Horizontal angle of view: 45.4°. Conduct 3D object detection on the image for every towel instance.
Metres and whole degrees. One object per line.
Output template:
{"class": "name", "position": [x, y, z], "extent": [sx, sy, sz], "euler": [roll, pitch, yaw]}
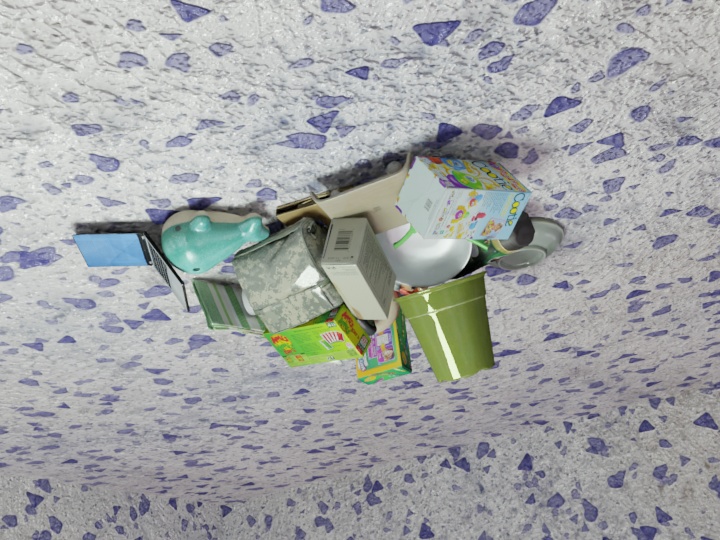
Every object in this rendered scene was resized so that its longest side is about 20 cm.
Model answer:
{"class": "towel", "position": [-0.259, 0.089, 1.867], "extent": [0.199, 0.153, 0.023], "euler": [13, 123, -38]}

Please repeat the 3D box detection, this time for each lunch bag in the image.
{"class": "lunch bag", "position": [-0.132, 0.001, 1.659], "extent": [0.199, 0.140, 0.168], "euler": [-22, 118, 26]}

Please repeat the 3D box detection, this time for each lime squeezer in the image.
{"class": "lime squeezer", "position": [0.131, -0.065, 1.545], "extent": [0.199, 0.071, 0.038], "euler": [1, -154, 36]}

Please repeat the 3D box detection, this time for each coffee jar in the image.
{"class": "coffee jar", "position": [0.251, -0.056, 1.747], "extent": [0.200, 0.086, 0.104], "euler": [-28, 171, 38]}

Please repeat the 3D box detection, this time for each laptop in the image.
{"class": "laptop", "position": [-0.437, 0.008, 1.661], "extent": [0.116, 0.200, 0.187], "euler": [-36, 170, -17]}

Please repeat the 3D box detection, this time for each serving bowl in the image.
{"class": "serving bowl", "position": [0.117, -0.066, 1.669], "extent": [0.199, 0.066, 0.201], "euler": [3, 124, 5]}

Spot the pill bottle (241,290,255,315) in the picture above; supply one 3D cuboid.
{"class": "pill bottle", "position": [-0.148, 0.040, 1.829], "extent": [0.199, 0.111, 0.111], "euler": [-15, 154, 16]}

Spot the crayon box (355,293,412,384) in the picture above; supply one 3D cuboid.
{"class": "crayon box", "position": [0.046, 0.154, 2.015], "extent": [0.118, 0.201, 0.058], "euler": [-19, 152, 24]}

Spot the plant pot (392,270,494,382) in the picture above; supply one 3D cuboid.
{"class": "plant pot", "position": [0.188, 0.119, 1.738], "extent": [0.199, 0.191, 0.200], "euler": [-18, 177, -1]}

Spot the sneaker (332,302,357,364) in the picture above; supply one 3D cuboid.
{"class": "sneaker", "position": [-0.045, 0.128, 1.775], "extent": [0.199, 0.081, 0.147], "euler": [-17, 130, 34]}

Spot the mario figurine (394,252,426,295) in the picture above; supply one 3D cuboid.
{"class": "mario figurine", "position": [0.118, 0.001, 1.823], "extent": [0.123, 0.107, 0.200], "euler": [-7, 153, 2]}

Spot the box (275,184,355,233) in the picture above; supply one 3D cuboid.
{"class": "box", "position": [-0.050, -0.093, 1.674], "extent": [0.163, 0.021, 0.200], "euler": [-15, 154, 17]}

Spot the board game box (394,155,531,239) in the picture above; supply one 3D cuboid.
{"class": "board game box", "position": [0.179, -0.125, 1.496], "extent": [0.199, 0.103, 0.105], "euler": [-1, 127, -36]}

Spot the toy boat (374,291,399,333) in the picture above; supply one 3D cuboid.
{"class": "toy boat", "position": [-0.009, 0.065, 1.929], "extent": [0.199, 0.131, 0.131], "euler": [6, -163, 9]}

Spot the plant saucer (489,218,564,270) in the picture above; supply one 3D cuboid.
{"class": "plant saucer", "position": [0.343, -0.044, 1.851], "extent": [0.199, 0.050, 0.200], "euler": [-6, 156, -3]}

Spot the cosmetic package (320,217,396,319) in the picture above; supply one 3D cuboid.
{"class": "cosmetic package", "position": [0.000, 0.000, 1.590], "extent": [0.071, 0.106, 0.200], "euler": [0, 147, 21]}

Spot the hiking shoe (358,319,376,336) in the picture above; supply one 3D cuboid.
{"class": "hiking shoe", "position": [0.015, 0.043, 1.809], "extent": [0.100, 0.201, 0.076], "euler": [-15, -162, 9]}

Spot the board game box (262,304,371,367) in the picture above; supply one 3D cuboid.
{"class": "board game box", "position": [-0.087, 0.131, 1.697], "extent": [0.199, 0.048, 0.102], "euler": [-13, 124, 40]}

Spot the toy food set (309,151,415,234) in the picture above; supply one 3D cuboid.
{"class": "toy food set", "position": [0.028, -0.134, 1.549], "extent": [0.199, 0.061, 0.144], "euler": [-18, 146, 19]}

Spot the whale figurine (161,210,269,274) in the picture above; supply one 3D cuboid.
{"class": "whale figurine", "position": [-0.271, -0.052, 1.605], "extent": [0.199, 0.104, 0.159], "euler": [-8, 155, 6]}
